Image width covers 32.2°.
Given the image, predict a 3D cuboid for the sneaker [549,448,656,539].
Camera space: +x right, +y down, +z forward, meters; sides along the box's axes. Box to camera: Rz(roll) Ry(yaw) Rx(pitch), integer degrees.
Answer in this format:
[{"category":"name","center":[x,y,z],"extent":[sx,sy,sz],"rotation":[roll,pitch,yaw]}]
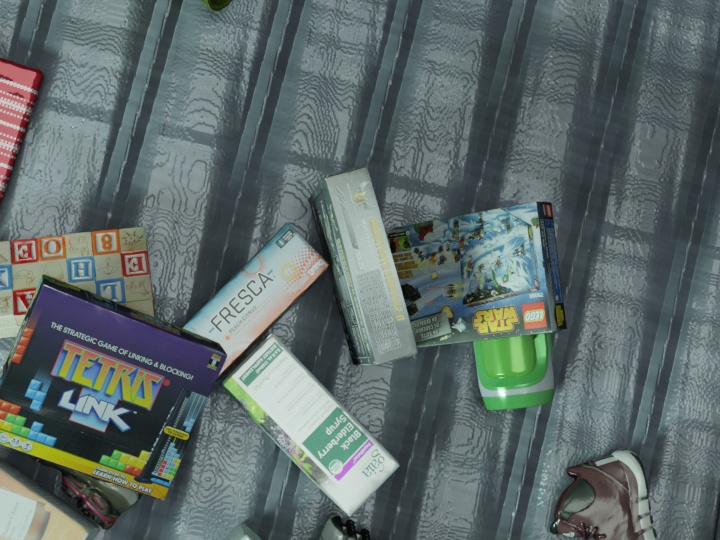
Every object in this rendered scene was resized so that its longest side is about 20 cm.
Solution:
[{"category":"sneaker","center":[0.274,0.309,1.407],"extent":[0.115,0.076,0.201],"rotation":[-9,77,-5]}]

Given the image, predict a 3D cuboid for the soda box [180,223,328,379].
[{"category":"soda box","center":[-0.127,0.044,1.358],"extent":[0.068,0.064,0.200],"rotation":[45,80,1]}]

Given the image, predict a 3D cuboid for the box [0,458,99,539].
[{"category":"box","center":[-0.392,0.270,1.263],"extent":[0.199,0.106,0.153],"rotation":[34,78,1]}]

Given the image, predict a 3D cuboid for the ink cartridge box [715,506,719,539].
[{"category":"ink cartridge box","center":[0.453,0.356,1.389],"extent":[0.084,0.146,0.202],"rotation":[10,83,-7]}]

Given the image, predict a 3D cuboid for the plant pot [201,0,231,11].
[{"category":"plant pot","center":[-0.208,-0.409,1.331],"extent":[0.192,0.200,0.201],"rotation":[23,82,5]}]

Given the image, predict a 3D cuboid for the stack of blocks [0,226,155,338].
[{"category":"stack of blocks","center":[-0.319,0.027,1.315],"extent":[0.198,0.059,0.116],"rotation":[-6,67,-9]}]

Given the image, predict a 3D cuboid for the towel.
[{"category":"towel","center":[-0.440,-0.147,1.345],"extent":[0.144,0.022,0.201],"rotation":[19,85,-9]}]

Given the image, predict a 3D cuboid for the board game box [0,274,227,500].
[{"category":"board game box","center":[-0.258,0.119,1.254],"extent":[0.199,0.057,0.166],"rotation":[22,95,-18]}]

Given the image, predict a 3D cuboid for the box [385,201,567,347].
[{"category":"box","center":[0.120,0.009,1.351],"extent":[0.040,0.199,0.138],"rotation":[-1,84,-54]}]

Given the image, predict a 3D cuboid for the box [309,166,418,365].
[{"category":"box","center":[0.000,0.000,1.336],"extent":[0.048,0.158,0.201],"rotation":[-15,87,-10]}]

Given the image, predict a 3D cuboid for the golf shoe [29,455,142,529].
[{"category":"golf shoe","center":[-0.308,0.175,1.319],"extent":[0.092,0.073,0.200],"rotation":[-45,103,-16]}]

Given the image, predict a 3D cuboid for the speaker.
[{"category":"speaker","center":[0.165,0.052,1.396],"extent":[0.088,0.088,0.202],"rotation":[-6,87,-10]}]

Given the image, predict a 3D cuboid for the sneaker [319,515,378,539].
[{"category":"sneaker","center":[0.030,0.352,1.364],"extent":[0.199,0.075,0.081],"rotation":[34,95,-3]}]

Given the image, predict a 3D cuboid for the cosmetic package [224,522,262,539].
[{"category":"cosmetic package","center":[-0.079,0.367,1.319],"extent":[0.200,0.113,0.081],"rotation":[45,81,-1]}]

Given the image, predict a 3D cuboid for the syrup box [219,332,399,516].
[{"category":"syrup box","center":[-0.056,0.167,1.352],"extent":[0.079,0.081,0.200],"rotation":[-44,92,-10]}]
